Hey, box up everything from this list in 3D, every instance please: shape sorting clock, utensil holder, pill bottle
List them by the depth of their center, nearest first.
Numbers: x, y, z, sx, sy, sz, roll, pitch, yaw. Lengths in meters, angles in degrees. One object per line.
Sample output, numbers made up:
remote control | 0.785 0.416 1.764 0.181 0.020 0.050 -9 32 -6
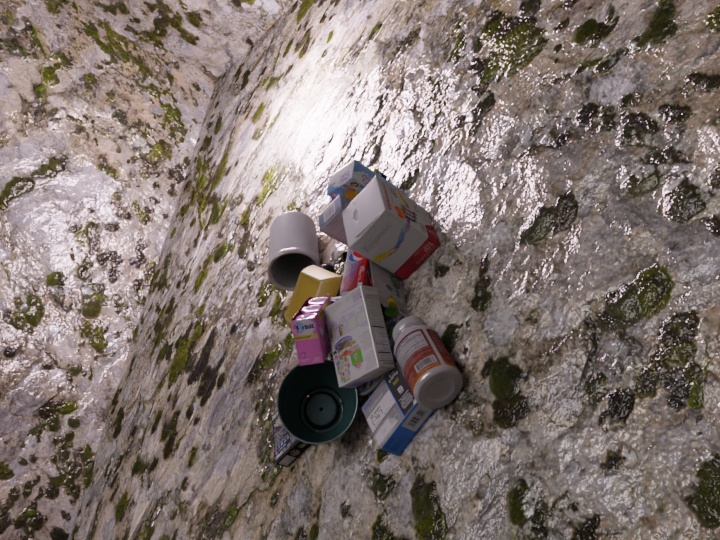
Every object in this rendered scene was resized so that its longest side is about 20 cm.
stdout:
pill bottle | 0.138 0.194 1.430 0.113 0.111 0.201 -51 33 18
shape sorting clock | 0.038 0.213 1.609 0.200 0.039 0.202 -49 24 29
utensil holder | -0.213 -0.066 2.089 0.170 0.168 0.203 -42 36 30

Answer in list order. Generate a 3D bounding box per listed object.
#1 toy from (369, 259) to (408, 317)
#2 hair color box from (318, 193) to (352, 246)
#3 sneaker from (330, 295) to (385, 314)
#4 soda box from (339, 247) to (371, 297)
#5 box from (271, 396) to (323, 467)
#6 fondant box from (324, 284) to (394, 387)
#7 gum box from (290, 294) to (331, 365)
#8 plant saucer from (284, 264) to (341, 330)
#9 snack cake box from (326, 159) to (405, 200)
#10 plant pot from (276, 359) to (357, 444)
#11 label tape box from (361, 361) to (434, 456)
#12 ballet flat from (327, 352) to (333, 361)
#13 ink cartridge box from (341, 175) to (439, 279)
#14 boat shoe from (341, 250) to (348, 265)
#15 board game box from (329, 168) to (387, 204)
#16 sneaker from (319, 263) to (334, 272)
toy | 0.057 0.035 1.659 0.047 0.114 0.202 -42 38 25
hair color box | -0.009 -0.117 1.789 0.099 0.198 0.061 -41 38 30
sneaker | -0.011 0.095 1.725 0.196 0.072 0.078 3 26 34
soda box | -0.003 0.009 1.696 0.062 0.071 0.202 -9 40 17
box | -0.169 0.412 1.786 0.200 0.049 0.163 -48 36 24
fondant box | -0.006 0.158 1.546 0.143 0.057 0.204 -33 60 39
gum box | -0.111 0.144 1.642 0.065 0.116 0.200 -9 13 11
plant saucer | -0.146 0.088 1.853 0.199 0.048 0.204 19 89 58
snack cake box | 0.018 -0.215 1.822 0.114 0.198 0.069 -23 49 46
plant pot | -0.101 0.337 1.622 0.135 0.196 0.204 85 -163 -67
label tape box | 0.072 0.296 1.499 0.145 0.063 0.201 -54 33 14
ballet flat | -0.039 0.220 1.723 0.075 0.067 0.203 15 76 48
ink cartridge box | 0.073 -0.107 1.661 0.145 0.198 0.147 -44 36 26
boat shoe | 0.000 -0.001 1.819 0.073 0.065 0.201 -58 32 7
board game box | -0.018 -0.222 2.018 0.198 0.056 0.168 5 70 57
sneaker | -0.119 0.089 1.940 0.202 0.074 0.116 -59 37 24
